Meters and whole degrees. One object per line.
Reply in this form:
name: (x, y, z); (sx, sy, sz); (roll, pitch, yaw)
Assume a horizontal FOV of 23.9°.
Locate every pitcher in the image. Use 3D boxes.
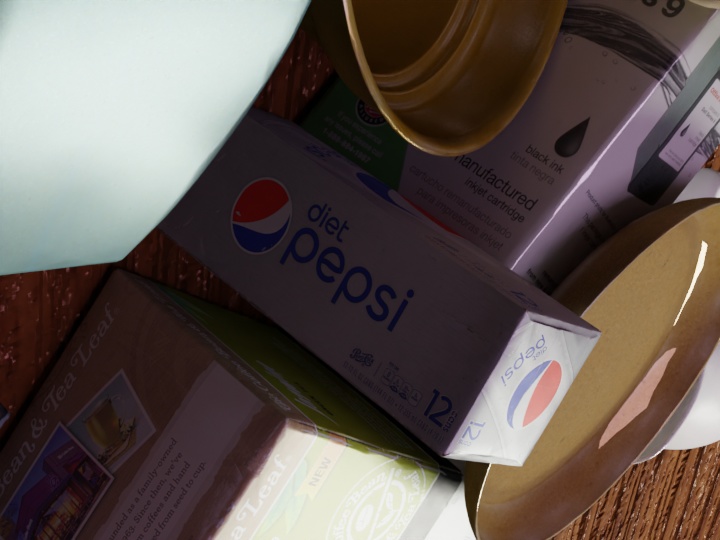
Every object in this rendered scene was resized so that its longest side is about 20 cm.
pitcher: (0.191, 0.025, 1.011); (0.172, 0.121, 0.200); (-67, 159, 8)

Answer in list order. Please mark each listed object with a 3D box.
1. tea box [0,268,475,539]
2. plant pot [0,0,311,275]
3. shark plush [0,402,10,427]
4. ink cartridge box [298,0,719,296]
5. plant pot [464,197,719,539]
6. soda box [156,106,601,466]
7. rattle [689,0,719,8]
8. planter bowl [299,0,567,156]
tea box: (-0.071, 0.134, 0.808); (0.197, 0.134, 0.200); (24, 101, -52)
plant pot: (-0.108, -0.104, 0.564); (0.141, 0.141, 0.200); (-7, 130, -46)
shark plush: (-0.218, 0.138, 0.716); (0.091, 0.083, 0.200); (20, 75, -13)
ink cartridge box: (0.091, -0.093, 0.791); (0.200, 0.146, 0.084); (-52, 145, -3)
plant pot: (0.112, 0.046, 0.792); (0.200, 0.027, 0.200); (-37, 149, -26)
soda box: (0.000, 0.000, 0.717); (0.063, 0.200, 0.068); (16, 106, -53)
rattle: (0.123, -0.141, 0.641); (0.143, 0.130, 0.200); (-43, 120, -60)
planter bowl: (0.011, -0.150, 0.680); (0.200, 0.083, 0.201); (-26, 122, -54)
